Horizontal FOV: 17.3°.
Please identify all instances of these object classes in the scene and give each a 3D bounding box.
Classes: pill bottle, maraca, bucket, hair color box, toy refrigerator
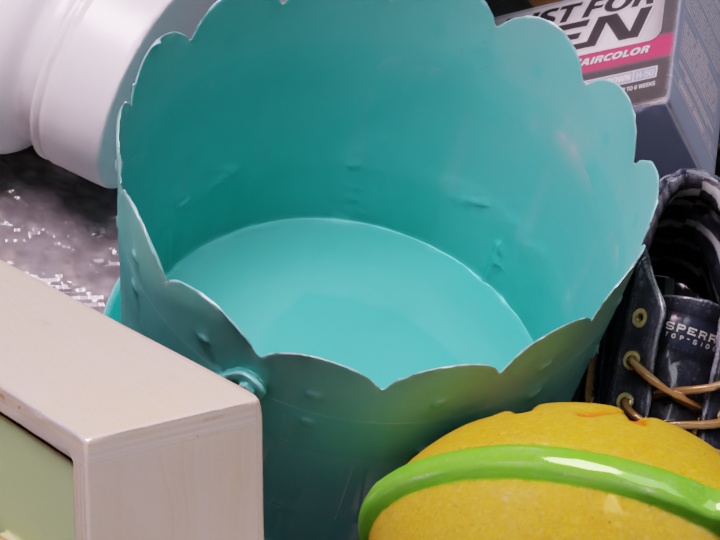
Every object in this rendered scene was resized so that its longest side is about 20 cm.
[{"bbox_3d":[-0.168,-0.118,0.978,0.200,0.114,0.114,27,49,11],"label":"pill bottle"},{"bbox_3d":[0.094,0.101,0.789,0.200,0.137,0.107,-1,54,26],"label":"maraca"},{"bbox_3d":[0.000,0.000,0.894,0.207,0.135,0.207,6,48,-7],"label":"bucket"},{"bbox_3d":[0.106,-0.115,1.035,0.099,0.061,0.200,-10,44,25],"label":"hair color box"},{"bbox_3d":[-0.114,0.056,0.797,0.070,0.076,0.200,-12,21,-33],"label":"toy refrigerator"}]

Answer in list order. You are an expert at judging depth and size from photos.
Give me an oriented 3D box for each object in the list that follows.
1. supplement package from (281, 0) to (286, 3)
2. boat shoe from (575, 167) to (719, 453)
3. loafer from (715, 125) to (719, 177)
[{"bbox_3d":[0.011,-0.174,1.001,0.109,0.200,0.114,17,47,-4],"label":"supplement package"},{"bbox_3d":[0.114,0.056,0.898,0.071,0.091,0.200,8,48,-4],"label":"boat shoe"},{"bbox_3d":[0.187,-0.048,1.016,0.073,0.072,0.200,-21,56,-25],"label":"loafer"}]
